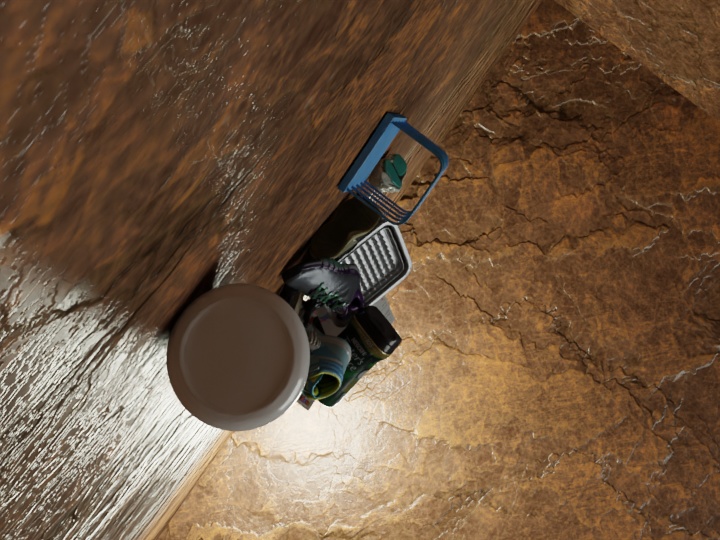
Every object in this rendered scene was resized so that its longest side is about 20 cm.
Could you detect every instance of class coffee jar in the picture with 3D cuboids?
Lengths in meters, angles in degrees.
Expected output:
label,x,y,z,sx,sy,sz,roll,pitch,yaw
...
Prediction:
label,x,y,z,sx,sy,sz,roll,pitch,yaw
coffee jar,-0.019,0.164,1.582,0.200,0.105,0.085,-44,164,10

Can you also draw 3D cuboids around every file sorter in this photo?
label,x,y,z,sx,sy,sz,roll,pitch,yaw
file sorter,0.064,-0.165,1.341,0.140,0.122,0.200,-55,178,13

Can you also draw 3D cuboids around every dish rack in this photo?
label,x,y,z,sx,sy,sz,roll,pitch,yaw
dish rack,0.000,0.000,1.571,0.199,0.044,0.172,-38,138,-10

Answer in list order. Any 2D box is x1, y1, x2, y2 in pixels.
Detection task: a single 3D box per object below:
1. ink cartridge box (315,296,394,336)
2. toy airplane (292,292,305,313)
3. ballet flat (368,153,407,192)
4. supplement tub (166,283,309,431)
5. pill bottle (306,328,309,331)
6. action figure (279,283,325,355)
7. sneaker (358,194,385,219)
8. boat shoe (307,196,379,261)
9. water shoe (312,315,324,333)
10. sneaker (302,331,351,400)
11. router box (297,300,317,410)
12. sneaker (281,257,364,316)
label,x,y,z,sx,sy,sz,roll,pitch,yaw
ink cartridge box,-0.024,0.059,1.705,0.087,0.202,0.145,-10,-159,36
toy airplane,-0.160,0.158,1.668,0.200,0.139,0.202,-39,130,-48
ballet flat,0.050,-0.184,1.617,0.072,0.071,0.200,-54,178,18
supplement tub,-0.123,0.095,0.867,0.141,0.140,0.200,-54,178,-10
pill bottle,-0.192,0.216,1.860,0.201,0.112,0.113,-55,178,10
action figure,-0.133,0.105,1.418,0.102,0.118,0.201,-40,-160,49
sneaker,0.015,-0.105,1.702,0.082,0.088,0.200,-54,178,9
boat shoe,-0.037,-0.067,1.476,0.200,0.073,0.065,-40,174,-44
water shoe,-0.050,0.174,1.808,0.071,0.080,0.201,-20,-143,-6
sneaker,-0.118,0.170,1.476,0.131,0.197,0.081,-82,176,-56
router box,-0.135,0.195,1.933,0.201,0.179,0.049,-54,179,9
sneaker,-0.052,0.032,1.396,0.074,0.089,0.199,-29,162,30
